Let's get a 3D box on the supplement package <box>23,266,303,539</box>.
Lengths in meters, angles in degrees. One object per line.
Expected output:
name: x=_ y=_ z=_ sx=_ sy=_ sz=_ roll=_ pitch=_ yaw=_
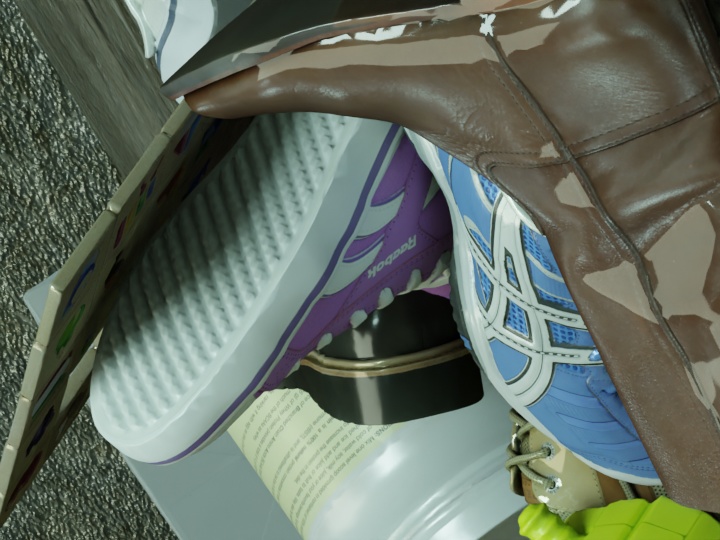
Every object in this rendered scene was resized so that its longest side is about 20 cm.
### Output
supplement package: x=-0.059 y=0.055 z=1.433 sx=0.147 sy=0.191 sz=0.200 roll=61 pitch=172 yaw=-32

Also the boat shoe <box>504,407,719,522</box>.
boat shoe: x=0.094 y=0.068 z=0.937 sx=0.200 sy=0.074 sz=0.076 roll=56 pitch=173 yaw=-5

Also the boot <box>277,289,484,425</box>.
boot: x=-0.015 y=-0.024 z=0.965 sx=0.200 sy=0.077 sz=0.138 roll=10 pitch=111 yaw=62

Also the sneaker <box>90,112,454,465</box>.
sneaker: x=0.001 y=0.000 z=0.817 sx=0.073 sy=0.201 sz=0.114 roll=15 pitch=153 yaw=47

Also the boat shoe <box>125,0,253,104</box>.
boat shoe: x=-0.062 y=-0.126 z=0.881 sx=0.086 sy=0.075 sz=0.202 roll=53 pitch=171 yaw=14

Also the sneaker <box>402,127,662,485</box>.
sneaker: x=0.066 y=-0.006 z=0.771 sx=0.200 sy=0.076 sz=0.077 roll=60 pitch=172 yaw=-28

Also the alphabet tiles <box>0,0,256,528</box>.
alphabet tiles: x=-0.065 y=-0.022 z=0.832 sx=0.008 sy=0.200 sz=0.167 roll=29 pitch=145 yaw=3

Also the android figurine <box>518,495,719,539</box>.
android figurine: x=0.130 y=0.159 z=0.905 sx=0.200 sy=0.041 sz=0.182 roll=39 pitch=140 yaw=1

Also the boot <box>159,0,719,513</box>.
boot: x=0.053 y=-0.004 z=0.693 sx=0.186 sy=0.064 sz=0.200 roll=-11 pitch=120 yaw=48

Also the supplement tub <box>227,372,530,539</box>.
supplement tub: x=0.012 y=0.051 z=1.124 sx=0.200 sy=0.145 sz=0.145 roll=53 pitch=173 yaw=21
